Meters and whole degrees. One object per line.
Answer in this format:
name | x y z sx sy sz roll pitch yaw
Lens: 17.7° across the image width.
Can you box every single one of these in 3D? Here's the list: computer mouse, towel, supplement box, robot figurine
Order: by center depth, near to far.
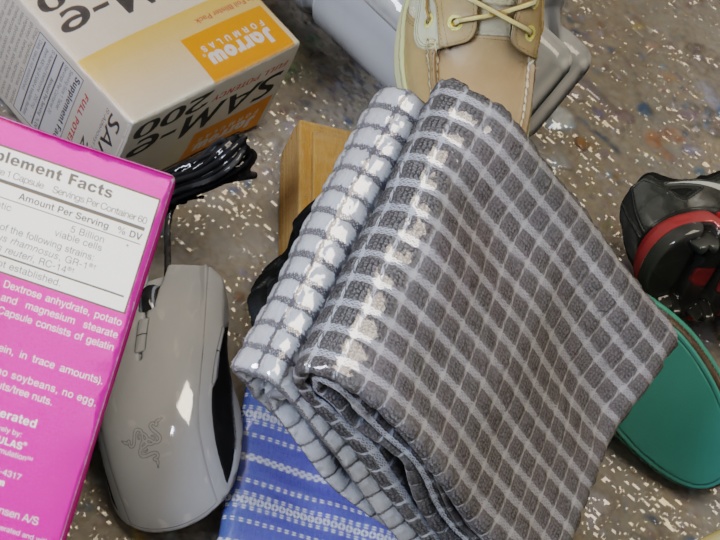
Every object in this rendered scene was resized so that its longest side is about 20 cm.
supplement box | -0.160 0.045 0.998 0.103 0.101 0.201 20 75 -10
towel | 0.050 0.037 1.032 0.200 0.085 0.166 48 54 -36
towel | 0.004 0.129 1.084 0.144 0.024 0.201 16 62 -13
computer mouse | -0.095 0.028 1.105 0.109 0.044 0.201 -16 55 12
supplement box | -0.146 -0.146 1.223 0.126 0.074 0.200 -31 71 -39
robot figurine | 0.034 -0.159 1.291 0.200 0.113 0.170 44 14 12

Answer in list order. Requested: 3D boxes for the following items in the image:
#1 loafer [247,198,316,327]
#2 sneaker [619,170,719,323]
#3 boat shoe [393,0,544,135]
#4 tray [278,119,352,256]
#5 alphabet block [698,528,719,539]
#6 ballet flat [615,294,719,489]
loafer | 0.000 0.000 1.123 0.071 0.068 0.201 56 25 -13
sneaker | 0.224 -0.008 1.286 0.200 0.071 0.098 14 30 -30
boat shoe | 0.059 -0.140 1.183 0.074 0.066 0.201 2 69 -16
tray | 0.009 0.017 1.194 0.098 0.037 0.201 12 51 -16
alphabet block | 0.134 0.230 0.964 0.199 0.196 0.196 -22 73 -35
ballet flat | 0.130 0.028 1.214 0.200 0.067 0.070 46 14 -11
